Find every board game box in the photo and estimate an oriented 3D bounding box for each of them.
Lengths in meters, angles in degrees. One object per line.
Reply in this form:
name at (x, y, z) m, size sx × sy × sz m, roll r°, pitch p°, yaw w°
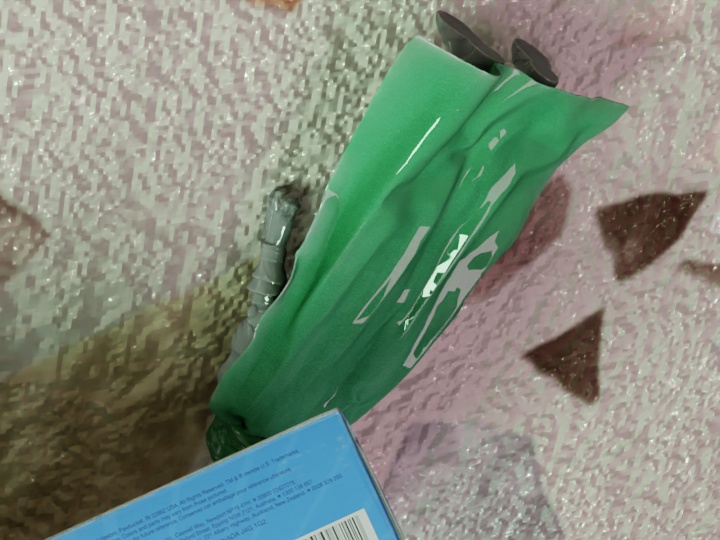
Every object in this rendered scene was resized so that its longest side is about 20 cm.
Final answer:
board game box at (-0.093, 0.122, 0.757) m, size 0.200 × 0.056 × 0.196 m, roll -24°, pitch 173°, yaw -11°

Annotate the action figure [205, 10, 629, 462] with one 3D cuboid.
action figure at (0.000, 0.000, 0.832) m, size 0.118 × 0.055 × 0.200 m, roll 16°, pitch 118°, yaw -42°
